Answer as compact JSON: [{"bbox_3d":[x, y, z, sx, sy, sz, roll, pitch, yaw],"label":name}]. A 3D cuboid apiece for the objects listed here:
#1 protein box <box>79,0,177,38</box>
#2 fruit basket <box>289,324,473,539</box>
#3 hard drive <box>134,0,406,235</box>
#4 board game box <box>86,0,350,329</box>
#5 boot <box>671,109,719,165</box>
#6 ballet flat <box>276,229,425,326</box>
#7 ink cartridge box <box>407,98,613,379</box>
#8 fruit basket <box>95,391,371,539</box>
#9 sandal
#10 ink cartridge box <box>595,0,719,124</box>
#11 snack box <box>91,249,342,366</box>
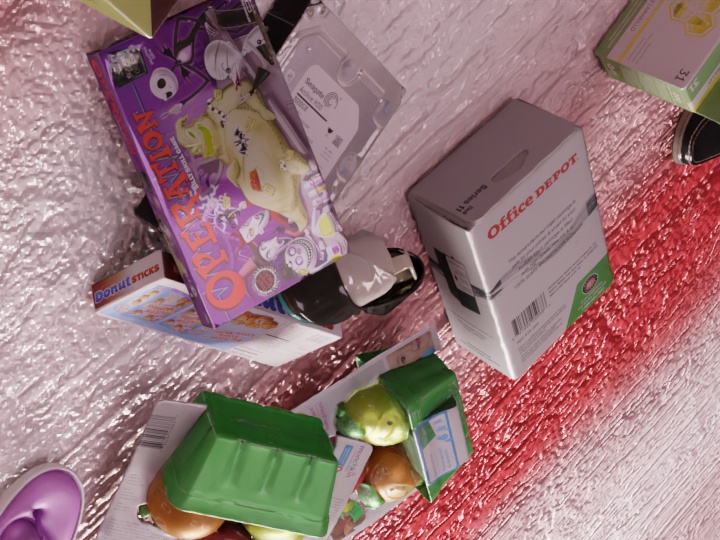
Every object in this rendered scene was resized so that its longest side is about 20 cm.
[{"bbox_3d":[-0.179,-0.248,0.681,0.135,0.199,0.198,-56,140,-3],"label":"protein box"},{"bbox_3d":[0.003,0.162,1.205,0.199,0.094,0.186,-34,134,-22],"label":"fruit basket"},{"bbox_3d":[-0.061,-0.089,1.028,0.201,0.038,0.140,-56,140,-5],"label":"hard drive"},{"bbox_3d":[-0.092,-0.076,0.946,0.119,0.032,0.201,-28,109,-20],"label":"board game box"},{"bbox_3d":[0.424,-0.145,1.402,0.199,0.150,0.074,-29,132,-31],"label":"boot"},{"bbox_3d":[0.000,0.000,1.082,0.068,0.068,0.200,-25,174,19],"label":"ballet flat"},{"bbox_3d":[0.137,-0.028,1.231,0.146,0.083,0.201,-41,138,-20],"label":"ink cartridge box"},{"bbox_3d":[-0.110,0.194,1.092,0.184,0.094,0.201,15,120,-24],"label":"fruit basket"},{"bbox_3d":[-0.255,0.237,1.017,0.082,0.050,0.204,29,91,-50],"label":"sandal"},{"bbox_3d":[0.328,-0.203,1.230,0.146,0.199,0.048,-53,142,-6],"label":"ink cartridge box"},{"bbox_3d":[-0.102,0.032,1.037,0.072,0.025,0.199,-24,152,31],"label":"snack box"}]
